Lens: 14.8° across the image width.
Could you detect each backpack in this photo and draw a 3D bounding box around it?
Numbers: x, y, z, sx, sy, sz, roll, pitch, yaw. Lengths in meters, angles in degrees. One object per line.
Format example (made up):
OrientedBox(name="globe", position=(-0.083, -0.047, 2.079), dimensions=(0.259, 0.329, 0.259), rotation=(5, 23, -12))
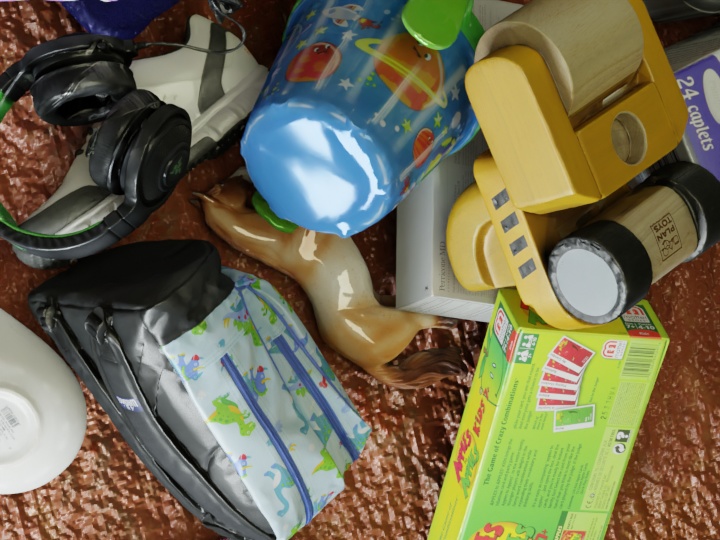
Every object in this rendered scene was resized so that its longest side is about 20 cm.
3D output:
OrientedBox(name="backpack", position=(-0.087, 0.075, 1.683), dimensions=(0.153, 0.163, 0.201), rotation=(-31, 107, -30))

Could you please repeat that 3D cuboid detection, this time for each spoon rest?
OrientedBox(name="spoon rest", position=(-0.240, 0.046, 1.679), dimensions=(0.099, 0.061, 0.201), rotation=(-27, 109, 7))

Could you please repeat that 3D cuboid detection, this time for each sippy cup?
OrientedBox(name="sippy cup", position=(-0.003, -0.093, 1.639), dimensions=(0.130, 0.139, 0.178), rotation=(-56, 150, -46))

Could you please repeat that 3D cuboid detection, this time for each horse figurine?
OrientedBox(name="horse figurine", position=(0.000, 0.000, 1.762), dimensions=(0.132, 0.050, 0.200), rotation=(-35, 98, -22))

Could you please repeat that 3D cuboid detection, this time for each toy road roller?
OrientedBox(name="toy road roller", position=(0.112, -0.062, 1.651), dimensions=(0.123, 0.146, 0.201), rotation=(-34, 107, -43))

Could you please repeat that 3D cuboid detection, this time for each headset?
OrientedBox(name="headset", position=(-0.150, -0.098, 1.632), dimensions=(0.200, 0.094, 0.124), rotation=(-41, 71, 1))

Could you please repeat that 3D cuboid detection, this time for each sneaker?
OrientedBox(name="sneaker", position=(-0.142, -0.078, 1.711), dimensions=(0.200, 0.074, 0.080), rotation=(-40, 88, -18))

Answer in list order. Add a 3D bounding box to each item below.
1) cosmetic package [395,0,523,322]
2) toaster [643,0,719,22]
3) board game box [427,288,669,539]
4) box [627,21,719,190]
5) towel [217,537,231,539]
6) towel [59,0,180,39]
OrientedBox(name="cosmetic package", position=(0.067, -0.072, 1.756), dimensions=(0.082, 0.051, 0.201), rotation=(9, 74, -30))
OrientedBox(name="toaster", position=(0.253, -0.230, 1.798), dimensions=(0.199, 0.129, 0.114), rotation=(-20, 94, -17))
OrientedBox(name="board game box", position=(0.115, 0.111, 1.753), dimensions=(0.101, 0.048, 0.201), rotation=(5, 120, -18))
OrientedBox(name="box", position=(0.256, -0.107, 1.774), dimensions=(0.199, 0.184, 0.105), rotation=(-26, 97, -16))
OrientedBox(name="towel", position=(-0.129, 0.264, 1.733), dimensions=(0.199, 0.030, 0.147), rotation=(-23, 97, -16))
OrientedBox(name="towel", position=(-0.131, -0.235, 1.654), dimensions=(0.148, 0.200, 0.050), rotation=(46, 40, -11))
